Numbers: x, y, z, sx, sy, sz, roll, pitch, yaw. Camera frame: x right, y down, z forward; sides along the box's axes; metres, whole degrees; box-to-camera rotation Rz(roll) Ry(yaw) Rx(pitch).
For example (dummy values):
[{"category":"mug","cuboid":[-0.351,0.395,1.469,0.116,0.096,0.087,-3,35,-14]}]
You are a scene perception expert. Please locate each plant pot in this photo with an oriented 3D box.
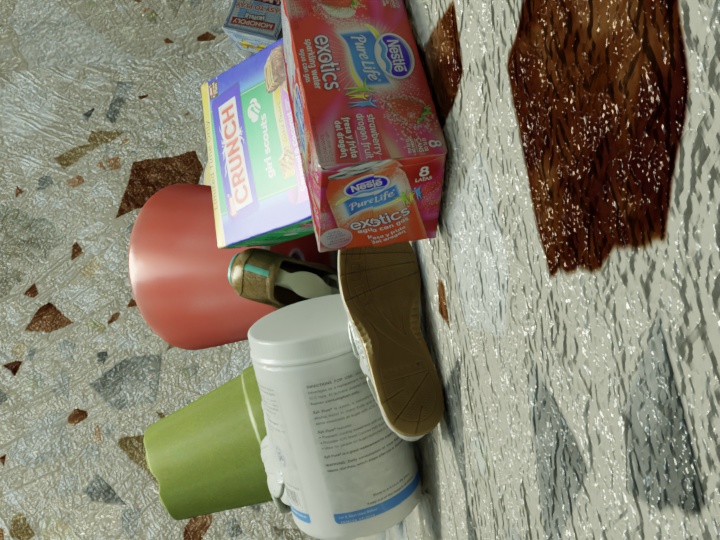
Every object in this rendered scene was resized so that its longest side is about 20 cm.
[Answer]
[{"category":"plant pot","cuboid":[-0.164,0.224,1.293,0.200,0.188,0.202,160,90,-87]},{"category":"plant pot","cuboid":[-0.136,-0.007,1.179,0.200,0.176,0.203,4,-95,-55]}]

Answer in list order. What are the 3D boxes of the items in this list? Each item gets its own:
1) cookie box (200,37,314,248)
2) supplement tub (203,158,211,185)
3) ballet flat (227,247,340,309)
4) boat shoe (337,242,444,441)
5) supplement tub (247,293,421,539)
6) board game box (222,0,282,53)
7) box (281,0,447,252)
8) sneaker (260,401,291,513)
[{"category":"cookie box","cuboid":[-0.062,-0.122,0.970,0.199,0.075,0.173,-16,80,48]},{"category":"supplement tub","cuboid":[-0.126,-0.128,1.342,0.200,0.144,0.147,160,102,-75]},{"category":"ballet flat","cuboid":[-0.052,0.019,1.076,0.199,0.072,0.069,24,-101,-54]},{"category":"boat shoe","cuboid":[0.019,0.049,0.879,0.069,0.070,0.202,107,153,-69]},{"category":"supplement tub","cuboid":[-0.022,0.137,0.970,0.132,0.131,0.202,-125,22,-74]},{"category":"board game box","cuboid":[-0.082,-0.272,1.092,0.201,0.061,0.201,93,-165,-52]},{"category":"box","cuboid":[-0.002,-0.125,0.786,0.100,0.094,0.201,93,168,-54]},{"category":"sneaker","cuboid":[-0.065,0.197,1.099,0.201,0.077,0.100,97,166,-54]}]
